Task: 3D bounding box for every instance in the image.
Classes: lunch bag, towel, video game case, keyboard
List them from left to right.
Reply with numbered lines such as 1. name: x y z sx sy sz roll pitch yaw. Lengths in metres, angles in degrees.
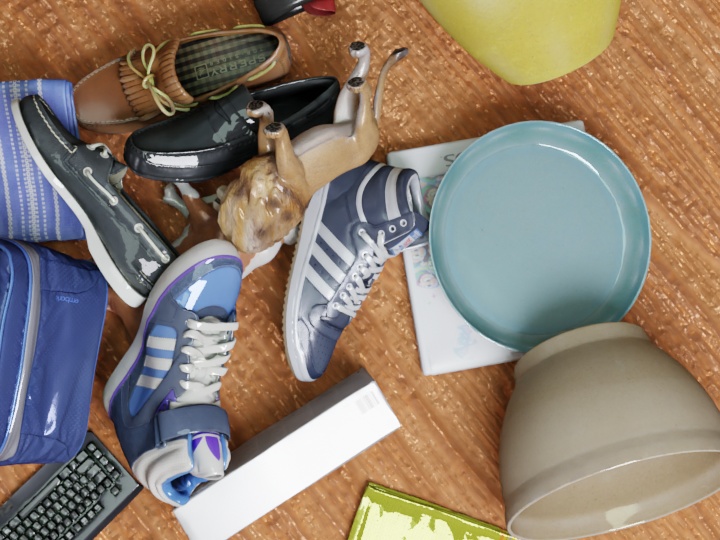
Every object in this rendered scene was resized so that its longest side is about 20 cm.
1. towel: -0.338 -0.088 1.119 0.197 0.024 0.146 -5 108 -2
2. lunch bag: -0.307 0.073 1.058 0.135 0.132 0.203 4 84 34
3. keyboard: -0.270 0.251 1.127 0.200 0.021 0.127 -44 89 -3
4. towel: 0.085 0.260 1.138 0.198 0.018 0.087 20 85 0
5. video game case: 0.127 -0.020 1.152 0.180 0.024 0.202 -10 87 -2

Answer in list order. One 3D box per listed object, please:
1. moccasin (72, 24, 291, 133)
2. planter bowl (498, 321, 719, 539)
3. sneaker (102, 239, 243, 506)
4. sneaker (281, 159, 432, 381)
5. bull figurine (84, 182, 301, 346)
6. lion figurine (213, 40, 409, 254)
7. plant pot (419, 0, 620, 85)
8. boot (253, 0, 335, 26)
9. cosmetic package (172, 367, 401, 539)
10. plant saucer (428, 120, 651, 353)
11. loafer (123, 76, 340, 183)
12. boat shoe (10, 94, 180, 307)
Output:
1. moccasin: -0.158 -0.168 1.123 0.199 0.078 0.075 -10 87 3
2. planter bowl: 0.200 0.128 1.075 0.198 0.201 0.136 -14 63 -2
3. sneaker: -0.127 0.094 1.046 0.201 0.080 0.147 -56 52 22
4. sneaker: 0.000 0.000 1.111 0.107 0.070 0.202 7 83 19
5. bull figurine: -0.144 -0.017 1.125 0.121 0.065 0.200 42 85 5
6. lion figurine: -0.035 -0.098 1.069 0.199 0.123 0.072 -28 45 -19
7. plant pot: 0.145 -0.246 1.099 0.199 0.200 0.143 -29 114 -3
8. boot: -0.030 -0.312 1.144 0.199 0.072 0.145 -36 88 5
9. cosmetic package: -0.064 0.161 1.106 0.199 0.083 0.051 -33 98 -3
10. plant saucer: 0.154 -0.028 1.121 0.198 0.027 0.203 1 85 -8
11. loafer: -0.106 -0.126 1.098 0.199 0.071 0.068 -15 47 -25
12. boat shoe: -0.217 -0.068 1.074 0.060 0.076 0.201 -33 92 4
